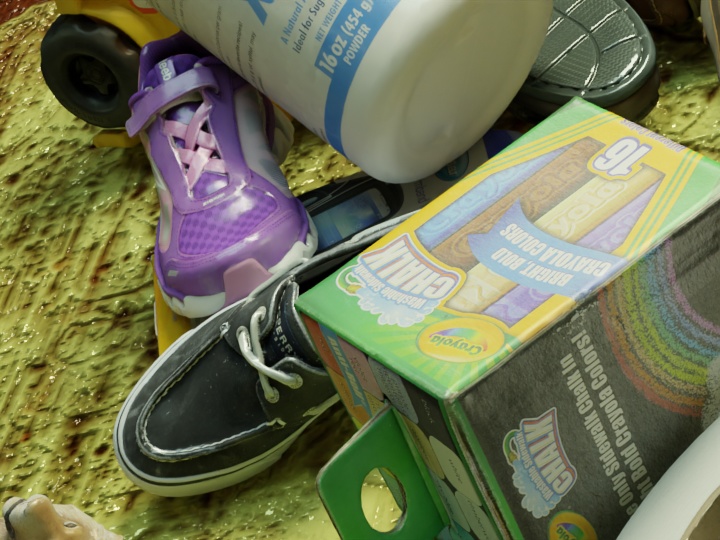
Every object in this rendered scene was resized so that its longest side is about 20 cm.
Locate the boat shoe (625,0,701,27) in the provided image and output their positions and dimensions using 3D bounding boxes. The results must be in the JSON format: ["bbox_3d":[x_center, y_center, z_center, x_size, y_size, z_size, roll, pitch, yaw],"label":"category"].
[{"bbox_3d":[0.117,-0.155,1.480,0.068,0.072,0.200,-29,20,-4],"label":"boat shoe"}]

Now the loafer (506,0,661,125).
[{"bbox_3d":[0.088,-0.107,1.439,0.072,0.063,0.200,-40,37,-13],"label":"loafer"}]

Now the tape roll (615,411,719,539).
[{"bbox_3d":[0.159,0.097,1.031,0.203,0.037,0.203,-42,15,14],"label":"tape roll"}]

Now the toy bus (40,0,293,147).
[{"bbox_3d":[-0.075,-0.166,1.521,0.191,0.201,0.136,7,41,31],"label":"toy bus"}]

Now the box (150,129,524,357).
[{"bbox_3d":[0.000,0.000,1.363,0.199,0.042,0.119,-20,32,6],"label":"box"}]

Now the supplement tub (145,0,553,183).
[{"bbox_3d":[-0.020,-0.145,1.359,0.200,0.132,0.132,37,64,23],"label":"supplement tub"}]

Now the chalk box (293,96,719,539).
[{"bbox_3d":[0.065,0.046,1.163,0.200,0.125,0.124,-34,32,-15],"label":"chalk box"}]

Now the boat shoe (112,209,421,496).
[{"bbox_3d":[-0.026,0.033,1.271,0.199,0.072,0.068,-28,-13,5],"label":"boat shoe"}]

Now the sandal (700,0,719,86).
[{"bbox_3d":[0.197,-0.114,1.368,0.081,0.055,0.200,10,40,-4],"label":"sandal"}]

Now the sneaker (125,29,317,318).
[{"bbox_3d":[-0.075,-0.054,1.375,0.080,0.089,0.200,-21,30,5],"label":"sneaker"}]

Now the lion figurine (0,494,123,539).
[{"bbox_3d":[-0.191,0.176,1.228,0.122,0.073,0.200,20,67,35],"label":"lion figurine"}]
